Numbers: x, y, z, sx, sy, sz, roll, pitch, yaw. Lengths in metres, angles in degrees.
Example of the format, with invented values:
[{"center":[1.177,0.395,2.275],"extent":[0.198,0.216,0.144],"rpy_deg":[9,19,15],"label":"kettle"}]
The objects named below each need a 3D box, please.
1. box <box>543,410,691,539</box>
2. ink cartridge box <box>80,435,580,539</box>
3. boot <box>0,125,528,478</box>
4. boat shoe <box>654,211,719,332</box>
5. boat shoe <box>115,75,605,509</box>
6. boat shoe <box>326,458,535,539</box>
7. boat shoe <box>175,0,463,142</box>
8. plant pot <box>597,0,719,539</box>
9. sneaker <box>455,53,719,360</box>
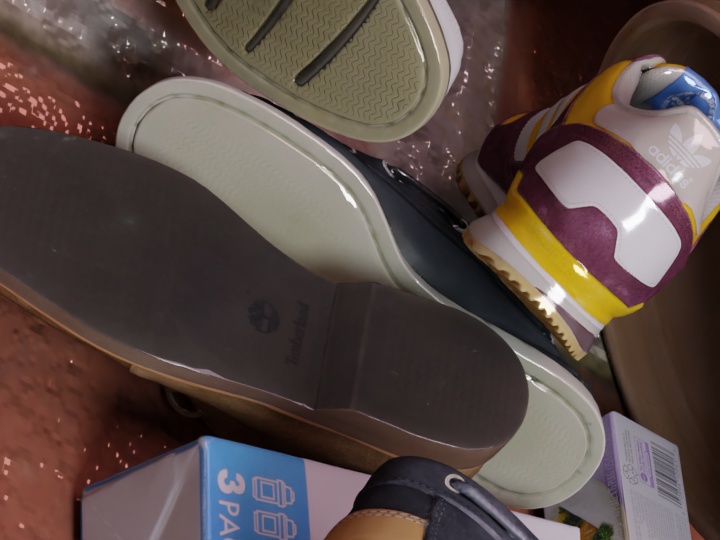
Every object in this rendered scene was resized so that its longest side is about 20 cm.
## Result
[{"center":[0.094,0.144,0.933],"extent":[0.041,0.039,0.201],"rpy_deg":[27,44,-37],"label":"box"},{"center":[0.011,0.132,0.864],"extent":[0.199,0.068,0.116],"rpy_deg":[17,61,-38],"label":"ink cartridge box"},{"center":[-0.051,0.024,0.866],"extent":[0.199,0.076,0.074],"rpy_deg":[26,52,-8],"label":"boot"},{"center":[0.171,0.025,1.079],"extent":[0.201,0.071,0.076],"rpy_deg":[58,19,-4],"label":"boat shoe"},{"center":[0.002,-0.002,0.925],"extent":[0.199,0.075,0.066],"rpy_deg":[35,22,-12],"label":"boat shoe"},{"center":[0.060,0.127,0.793],"extent":[0.200,0.074,0.062],"rpy_deg":[45,44,-26],"label":"boat shoe"},{"center":[-0.040,-0.122,0.904],"extent":[0.200,0.075,0.068],"rpy_deg":[42,25,9],"label":"boat shoe"},{"center":[0.160,-0.002,0.960],"extent":[0.092,0.201,0.202],"rpy_deg":[-11,77,-17],"label":"plant pot"},{"center":[0.087,-0.030,0.926],"extent":[0.075,0.090,0.200],"rpy_deg":[47,9,-9],"label":"sneaker"}]
